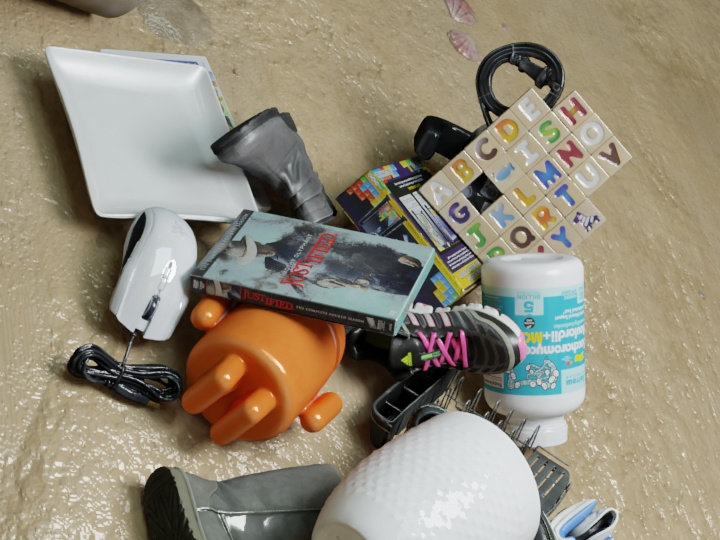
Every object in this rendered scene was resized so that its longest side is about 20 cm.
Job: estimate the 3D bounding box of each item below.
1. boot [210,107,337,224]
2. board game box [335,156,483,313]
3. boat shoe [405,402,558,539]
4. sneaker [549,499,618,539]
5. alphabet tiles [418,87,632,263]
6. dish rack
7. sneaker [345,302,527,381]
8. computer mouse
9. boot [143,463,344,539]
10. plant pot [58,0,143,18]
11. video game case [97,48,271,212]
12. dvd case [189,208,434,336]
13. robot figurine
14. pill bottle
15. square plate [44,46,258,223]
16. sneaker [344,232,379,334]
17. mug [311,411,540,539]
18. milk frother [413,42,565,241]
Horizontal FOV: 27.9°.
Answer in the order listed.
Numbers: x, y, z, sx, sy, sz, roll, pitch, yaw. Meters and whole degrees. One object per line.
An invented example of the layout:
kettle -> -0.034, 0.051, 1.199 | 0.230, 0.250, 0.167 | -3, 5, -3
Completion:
boot -> -0.077, -0.095, 1.489 | 0.132, 0.070, 0.200 | 61, 18, 0
board game box -> 0.069, -0.040, 1.602 | 0.166, 0.057, 0.200 | 53, 19, 4
boat shoe -> 0.115, 0.204, 1.361 | 0.200, 0.074, 0.066 | 55, -6, 15
sneaker -> 0.226, 0.277, 1.458 | 0.200, 0.146, 0.081 | -12, 67, -47
alphabet tiles -> 0.192, -0.094, 1.590 | 0.167, 0.200, 0.008 | 47, 6, -10
dish rack -> 0.118, 0.177, 1.467 | 0.200, 0.055, 0.153 | 32, 36, 18
sneaker -> 0.069, 0.077, 1.467 | 0.087, 0.199, 0.074 | -40, 132, -49
computer mouse -> -0.193, 0.023, 1.326 | 0.109, 0.044, 0.201 | 27, 58, -26
boot -> -0.083, 0.247, 1.269 | 0.200, 0.073, 0.182 | 16, 51, -43
plant pot -> -0.292, -0.355, 1.484 | 0.173, 0.200, 0.201 | 33, 38, -42
video game case -> -0.187, -0.145, 1.525 | 0.143, 0.018, 0.200 | -4, 62, -44
dvd case -> -0.043, -0.001, 1.366 | 0.199, 0.022, 0.146 | 11, 31, 13
robot figurine -> -0.085, 0.083, 1.354 | 0.143, 0.117, 0.200 | 17, 33, 18
pill bottle -> 0.187, 0.085, 1.561 | 0.111, 0.111, 0.201 | -12, 102, -47
square plate -> -0.211, -0.129, 1.452 | 0.198, 0.028, 0.200 | 1, 59, -42
sneaker -> -0.003, -0.002, 1.484 | 0.060, 0.104, 0.200 | 31, 30, -18
mug -> 0.052, 0.247, 1.269 | 0.175, 0.147, 0.201 | -24, 108, -43
milk frother -> 0.176, -0.157, 1.679 | 0.181, 0.200, 0.188 | 45, 12, -6
